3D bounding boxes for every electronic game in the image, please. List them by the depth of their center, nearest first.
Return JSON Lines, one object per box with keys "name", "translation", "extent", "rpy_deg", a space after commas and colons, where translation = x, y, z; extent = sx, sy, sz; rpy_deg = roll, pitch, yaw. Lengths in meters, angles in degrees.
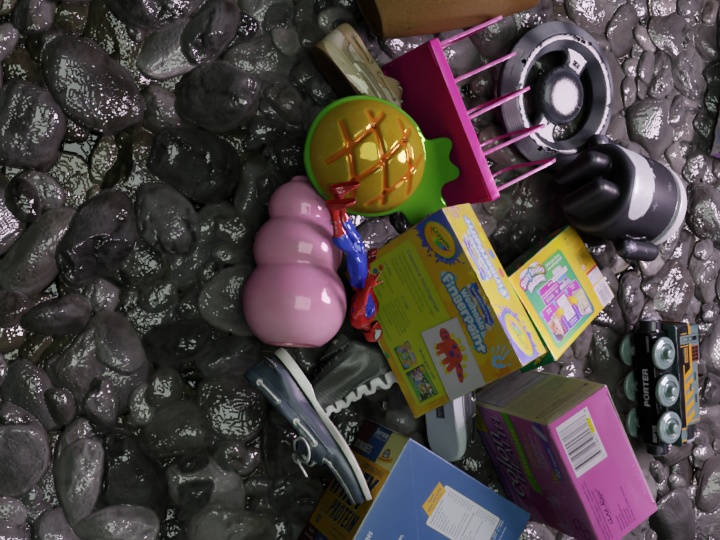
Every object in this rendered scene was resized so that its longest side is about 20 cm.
{"name": "electronic game", "translation": [0.272, -0.241, 1.206], "extent": [0.199, 0.042, 0.202], "rpy_deg": [-4, 98, -27]}

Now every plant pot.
{"name": "plant pot", "translation": [0.093, -0.373, 1.076], "extent": [0.199, 0.186, 0.187], "rpy_deg": [-26, 100, -7]}

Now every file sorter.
{"name": "file sorter", "translation": [0.142, -0.199, 1.104], "extent": [0.125, 0.139, 0.201], "rpy_deg": [-27, 100, -21]}

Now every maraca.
{"name": "maraca", "translation": [0.026, -0.126, 1.028], "extent": [0.199, 0.107, 0.138], "rpy_deg": [19, 97, -24]}

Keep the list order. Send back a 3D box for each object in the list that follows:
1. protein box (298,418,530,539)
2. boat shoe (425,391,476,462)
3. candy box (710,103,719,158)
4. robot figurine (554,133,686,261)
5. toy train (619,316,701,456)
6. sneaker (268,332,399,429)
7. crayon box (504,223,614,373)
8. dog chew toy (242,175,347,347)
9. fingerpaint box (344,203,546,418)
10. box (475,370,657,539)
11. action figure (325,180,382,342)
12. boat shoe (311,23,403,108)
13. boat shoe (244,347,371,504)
{"name": "protein box", "translation": [0.060, 0.326, 1.074], "extent": [0.199, 0.135, 0.199], "rpy_deg": [34, 78, -18]}
{"name": "boat shoe", "translation": [0.123, 0.146, 1.131], "extent": [0.066, 0.070, 0.202], "rpy_deg": [-18, 104, -50]}
{"name": "candy box", "translation": [0.640, -0.253, 1.339], "extent": [0.167, 0.071, 0.202], "rpy_deg": [15, 84, -21]}
{"name": "robot figurine", "translation": [0.353, -0.099, 1.185], "extent": [0.199, 0.125, 0.151], "rpy_deg": [11, 99, -38]}
{"name": "toy train", "translation": [0.442, 0.163, 1.259], "extent": [0.113, 0.085, 0.202], "rpy_deg": [-7, 93, -31]}
{"name": "sneaker", "translation": [-0.030, 0.127, 1.078], "extent": [0.199, 0.066, 0.091], "rpy_deg": [-21, 91, -21]}
{"name": "crayon box", "translation": [0.244, 0.032, 1.136], "extent": [0.200, 0.058, 0.119], "rpy_deg": [-33, 93, -46]}
{"name": "dog chew toy", "translation": [-0.074, -0.012, 1.032], "extent": [0.124, 0.124, 0.202], "rpy_deg": [7, 80, -22]}
{"name": "fingerpaint box", "translation": [0.098, 0.048, 1.042], "extent": [0.073, 0.166, 0.201], "rpy_deg": [-14, 75, -54]}
{"name": "box", "translation": [0.250, 0.232, 1.115], "extent": [0.096, 0.200, 0.177], "rpy_deg": [-28, 101, -19]}
{"name": "action figure", "translation": [0.000, 0.000, 1.001], "extent": [0.051, 0.066, 0.201], "rpy_deg": [-6, 122, 5]}
{"name": "boat shoe", "translation": [0.024, -0.217, 1.092], "extent": [0.065, 0.071, 0.200], "rpy_deg": [-44, 105, -18]}
{"name": "boat shoe", "translation": [-0.059, 0.185, 0.989], "extent": [0.062, 0.075, 0.201], "rpy_deg": [-33, 90, -12]}
